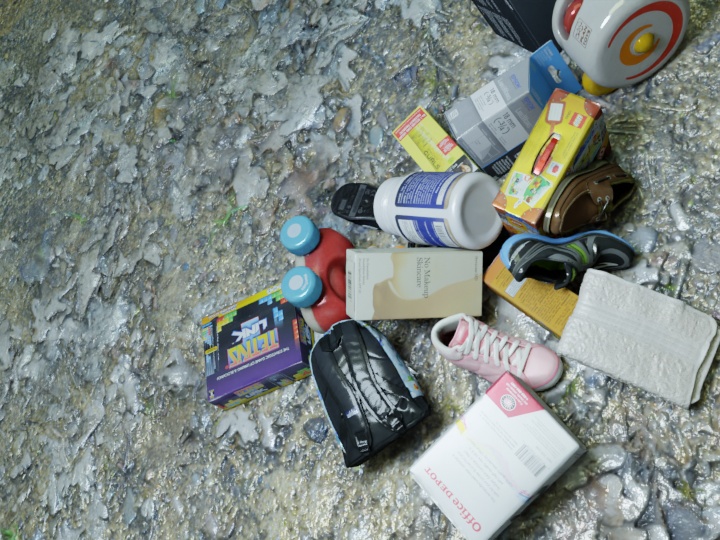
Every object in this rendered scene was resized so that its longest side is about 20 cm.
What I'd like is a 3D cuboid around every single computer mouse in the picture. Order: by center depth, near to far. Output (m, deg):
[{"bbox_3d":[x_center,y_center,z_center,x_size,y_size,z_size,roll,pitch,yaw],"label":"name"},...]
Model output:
[{"bbox_3d":[0.037,-0.076,1.762,0.199,0.046,0.141,5,66,23],"label":"computer mouse"}]

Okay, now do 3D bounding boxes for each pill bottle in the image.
[{"bbox_3d":[0.118,-0.096,1.615,0.199,0.115,0.116,8,72,50],"label":"pill bottle"}]

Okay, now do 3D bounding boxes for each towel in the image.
[{"bbox_3d":[0.378,0.092,1.408,0.199,0.034,0.133,22,79,12],"label":"towel"}]

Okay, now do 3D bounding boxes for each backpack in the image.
[{"bbox_3d":[0.006,0.173,1.603,0.163,0.154,0.201,-39,79,16],"label":"backpack"}]

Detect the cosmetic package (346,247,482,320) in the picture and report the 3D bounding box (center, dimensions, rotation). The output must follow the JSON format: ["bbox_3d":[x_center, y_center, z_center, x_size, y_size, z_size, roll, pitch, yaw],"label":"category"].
[{"bbox_3d":[0.080,0.019,1.572,0.071,0.198,0.106,-151,59,-76],"label":"cosmetic package"}]

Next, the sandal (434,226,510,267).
[{"bbox_3d":[0.152,-0.024,1.654,0.200,0.048,0.076,-27,56,19],"label":"sandal"}]

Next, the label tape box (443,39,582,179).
[{"bbox_3d":[0.251,-0.246,1.636,0.199,0.144,0.064,-33,53,16],"label":"label tape box"}]

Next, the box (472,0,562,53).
[{"bbox_3d":[0.250,-0.444,1.699,0.079,0.200,0.141,-49,51,3],"label":"box"}]

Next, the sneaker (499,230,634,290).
[{"bbox_3d":[0.298,-0.009,1.488,0.198,0.071,0.083,-2,50,-15],"label":"sneaker"}]

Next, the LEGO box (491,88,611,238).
[{"bbox_3d":[0.287,-0.142,1.549,0.077,0.149,0.201,26,82,26],"label":"LEGO box"}]

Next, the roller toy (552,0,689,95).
[{"bbox_3d":[0.395,-0.376,1.580,0.200,0.182,0.140,-39,53,11],"label":"roller toy"}]

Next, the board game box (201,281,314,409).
[{"bbox_3d":[-0.177,0.127,1.794,0.199,0.057,0.166,-25,55,22],"label":"board game box"}]

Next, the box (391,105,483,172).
[{"bbox_3d":[0.135,-0.189,1.746,0.075,0.050,0.200,-42,51,10],"label":"box"}]

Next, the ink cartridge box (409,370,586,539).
[{"bbox_3d":[0.190,0.261,1.444,0.200,0.086,0.148,-46,68,7],"label":"ink cartridge box"}]

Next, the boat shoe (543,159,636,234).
[{"bbox_3d":[0.334,-0.105,1.502,0.068,0.072,0.200,26,43,27],"label":"boat shoe"}]

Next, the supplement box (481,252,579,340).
[{"bbox_3d":[0.273,0.048,1.528,0.200,0.066,0.069,36,90,40],"label":"supplement box"}]

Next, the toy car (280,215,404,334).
[{"bbox_3d":[0.000,0.000,1.664,0.199,0.184,0.178,-15,59,19],"label":"toy car"}]

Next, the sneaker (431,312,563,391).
[{"bbox_3d":[0.190,0.119,1.523,0.199,0.105,0.076,14,73,36],"label":"sneaker"}]
